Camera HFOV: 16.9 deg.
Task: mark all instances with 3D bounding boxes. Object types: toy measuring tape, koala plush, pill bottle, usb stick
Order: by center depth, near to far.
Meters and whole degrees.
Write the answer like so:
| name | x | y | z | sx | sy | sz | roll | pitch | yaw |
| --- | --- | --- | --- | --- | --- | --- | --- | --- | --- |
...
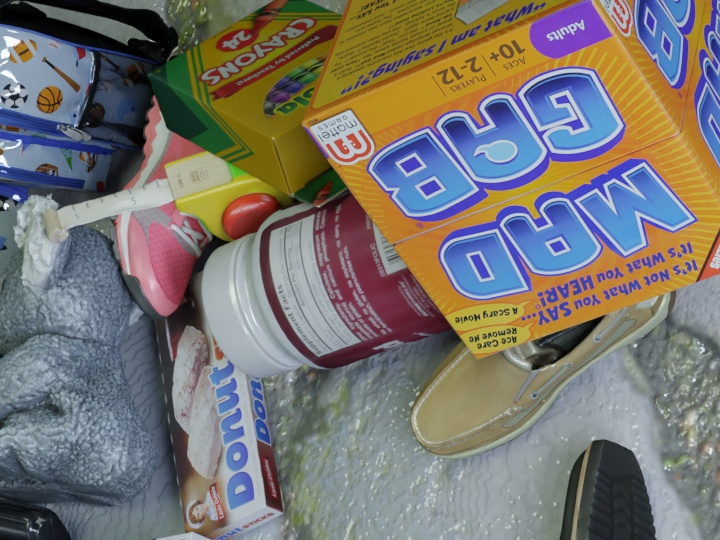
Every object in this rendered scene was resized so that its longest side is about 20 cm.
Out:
| name | x | y | z | sx | sy | sz | roll | pitch | yaw |
| --- | --- | --- | --- | --- | --- | --- | --- | --- | --- |
| pill bottle | 0.000 | 0.000 | 1.614 | 0.199 | 0.114 | 0.115 | -20 | 60 | 31 |
| toy measuring tape | -0.117 | -0.042 | 1.688 | 0.199 | 0.074 | 0.074 | -18 | 56 | -2 |
| koala plush | -0.215 | 0.056 | 1.735 | 0.183 | 0.177 | 0.201 | 3 | 72 | 27 |
| usb stick | -0.301 | 0.180 | 1.796 | 0.199 | 0.056 | 0.033 | 8 | 62 | 31 |

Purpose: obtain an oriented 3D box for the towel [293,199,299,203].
| name | x | y | z | sx | sy | sz | roll | pitch | yaw |
| --- | --- | --- | --- | --- | --- | --- | --- | --- | --- |
| towel | 0.010 | -0.096 | 1.702 | 0.199 | 0.034 | 0.133 | -12 | 63 | 36 |

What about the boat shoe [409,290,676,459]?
| name | x | y | z | sx | sy | sz | roll | pitch | yaw |
| --- | --- | --- | --- | --- | --- | --- | --- | --- | --- |
| boat shoe | 0.102 | 0.050 | 1.527 | 0.200 | 0.076 | 0.072 | -41 | 72 | 19 |

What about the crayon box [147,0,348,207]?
| name | x | y | z | sx | sy | sz | roll | pitch | yaw |
| --- | --- | --- | --- | --- | --- | --- | --- | --- | --- |
| crayon box | -0.040 | -0.119 | 1.647 | 0.127 | 0.051 | 0.200 | -33 | 35 | -22 |

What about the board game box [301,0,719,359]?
| name | x | y | z | sx | sy | sz | roll | pitch | yaw |
| --- | --- | --- | --- | --- | --- | --- | --- | --- | --- |
| board game box | 0.118 | -0.108 | 1.464 | 0.199 | 0.200 | 0.200 | -21 | 31 | 30 |

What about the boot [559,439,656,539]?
| name | x | y | z | sx | sy | sz | roll | pitch | yaw |
| --- | --- | --- | --- | --- | --- | --- | --- | --- | --- |
| boot | 0.103 | 0.207 | 1.474 | 0.138 | 0.077 | 0.201 | -11 | 64 | 40 |

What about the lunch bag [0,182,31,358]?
| name | x | y | z | sx | sy | sz | roll | pitch | yaw |
| --- | --- | --- | --- | --- | --- | --- | --- | --- | --- |
| lunch bag | -0.349 | 0.004 | 1.888 | 0.199 | 0.124 | 0.171 | 12 | 79 | 27 |

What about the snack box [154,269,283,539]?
| name | x | y | z | sx | sy | sz | roll | pitch | yaw |
| --- | --- | --- | --- | --- | --- | --- | --- | --- | --- |
| snack box | -0.102 | 0.093 | 1.713 | 0.072 | 0.024 | 0.201 | -27 | 56 | 25 |

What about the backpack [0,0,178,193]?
| name | x | y | z | sx | sy | sz | roll | pitch | yaw |
| --- | --- | --- | --- | --- | --- | --- | --- | --- | --- |
| backpack | -0.267 | -0.143 | 1.835 | 0.199 | 0.190 | 0.155 | 11 | 85 | 40 |

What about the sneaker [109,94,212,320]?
| name | x | y | z | sx | sy | sz | roll | pitch | yaw |
| --- | --- | --- | --- | --- | --- | --- | --- | --- | --- |
| sneaker | -0.120 | -0.059 | 1.750 | 0.086 | 0.074 | 0.201 | -7 | 55 | 26 |

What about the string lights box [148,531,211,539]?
| name | x | y | z | sx | sy | sz | roll | pitch | yaw |
| --- | --- | --- | --- | --- | --- | --- | --- | --- | --- |
| string lights box | -0.179 | 0.250 | 1.683 | 0.199 | 0.059 | 0.103 | -15 | 61 | 33 |
